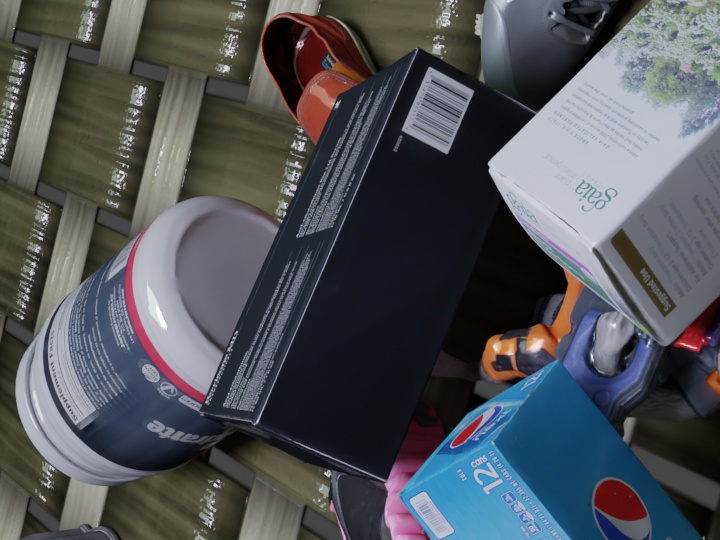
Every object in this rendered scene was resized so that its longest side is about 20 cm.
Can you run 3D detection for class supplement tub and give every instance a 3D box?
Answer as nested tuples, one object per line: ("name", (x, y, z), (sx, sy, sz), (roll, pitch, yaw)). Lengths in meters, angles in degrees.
("supplement tub", (-0.127, 0.052, 1.011), (0.200, 0.140, 0.141), (-35, 55, 43))

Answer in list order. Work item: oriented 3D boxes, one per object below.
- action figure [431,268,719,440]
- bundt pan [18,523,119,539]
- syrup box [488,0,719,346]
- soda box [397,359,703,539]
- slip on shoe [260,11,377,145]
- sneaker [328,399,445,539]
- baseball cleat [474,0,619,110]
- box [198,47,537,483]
("action figure", (0.141, 0.001, 0.743), (0.193, 0.105, 0.200), (18, 69, 46))
("bundt pan", (-0.238, 0.290, 1.155), (0.202, 0.076, 0.203), (-18, 67, 50))
("syrup box", (0.159, -0.074, 0.651), (0.200, 0.081, 0.079), (-46, 42, -1))
("soda box", (0.111, 0.142, 0.649), (0.200, 0.068, 0.064), (51, 132, -3))
("slip on shoe", (-0.009, -0.096, 0.958), (0.074, 0.061, 0.200), (-55, 45, 26))
("sneaker", (0.026, 0.146, 0.841), (0.200, 0.079, 0.096), (-122, 44, -61))
("baseball cleat", (0.127, -0.168, 0.791), (0.106, 0.070, 0.201), (35, 110, 51))
("box", (0.000, 0.000, 0.803), (0.201, 0.079, 0.141), (-67, 17, -9))
